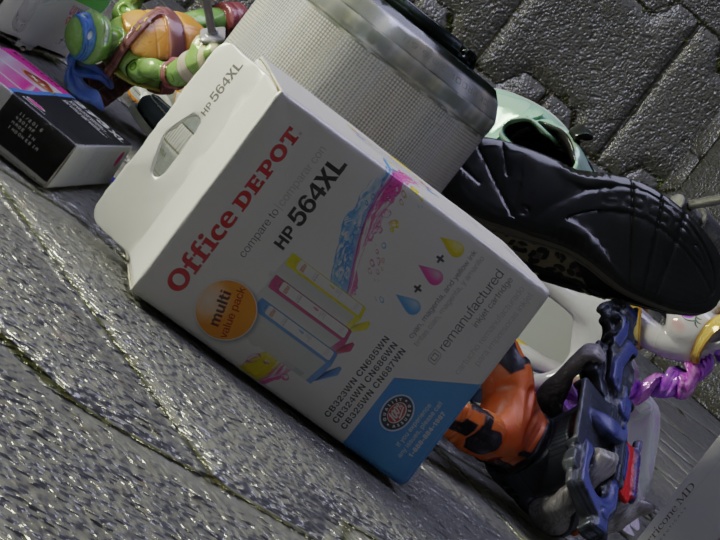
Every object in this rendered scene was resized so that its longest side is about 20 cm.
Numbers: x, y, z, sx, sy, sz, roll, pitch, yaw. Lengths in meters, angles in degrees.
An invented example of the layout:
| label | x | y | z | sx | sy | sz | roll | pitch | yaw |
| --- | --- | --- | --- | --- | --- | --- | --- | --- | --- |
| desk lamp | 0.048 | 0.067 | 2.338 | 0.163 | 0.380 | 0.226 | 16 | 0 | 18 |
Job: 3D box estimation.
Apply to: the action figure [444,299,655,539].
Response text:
| label | x | y | z | sx | sy | sz | roll | pitch | yaw |
| --- | --- | --- | --- | --- | --- | --- | --- | --- | --- |
| action figure | 0.102 | 0.083 | 1.320 | 0.193 | 0.105 | 0.200 | 43 | 36 | -12 |

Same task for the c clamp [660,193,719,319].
| label | x | y | z | sx | sy | sz | roll | pitch | yaw |
| --- | --- | --- | --- | --- | --- | --- | --- | --- | --- |
| c clamp | 0.252 | 0.003 | 1.551 | 0.170 | 0.027 | 0.200 | -1 | -30 | 37 |

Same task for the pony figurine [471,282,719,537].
| label | x | y | z | sx | sy | sz | roll | pitch | yaw |
| --- | --- | --- | --- | --- | --- | --- | --- | --- | --- |
| pony figurine | 0.164 | 0.074 | 1.541 | 0.199 | 0.194 | 0.167 | 20 | -4 | 18 |

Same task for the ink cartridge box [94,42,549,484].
| label | x | y | z | sx | sy | sz | roll | pitch | yaw |
| --- | --- | --- | --- | --- | --- | --- | --- | --- | --- |
| ink cartridge box | -0.027 | -0.009 | 1.124 | 0.200 | 0.129 | 0.125 | 36 | 6 | -14 |

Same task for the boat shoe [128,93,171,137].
| label | x | y | z | sx | sy | sz | roll | pitch | yaw |
| --- | --- | --- | --- | --- | --- | --- | --- | --- | --- |
| boat shoe | -0.088 | -0.080 | 1.662 | 0.200 | 0.062 | 0.073 | 39 | 7 | 9 |

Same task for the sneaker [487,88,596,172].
| label | x | y | z | sx | sy | sz | roll | pitch | yaw |
| --- | --- | --- | --- | --- | --- | --- | --- | --- | --- |
| sneaker | 0.130 | -0.107 | 1.709 | 0.200 | 0.074 | 0.118 | 49 | -3 | 40 |

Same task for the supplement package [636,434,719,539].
| label | x | y | z | sx | sy | sz | roll | pitch | yaw |
| --- | --- | --- | --- | --- | --- | --- | --- | --- | --- |
| supplement package | 0.288 | 0.209 | 1.399 | 0.120 | 0.121 | 0.200 | 34 | 6 | -32 |

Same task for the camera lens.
| label | x | y | z | sx | sy | sz | roll | pitch | yaw |
| --- | --- | --- | --- | --- | --- | --- | --- | --- | --- |
| camera lens | -0.027 | -0.079 | 1.310 | 0.160 | 0.200 | 0.160 | 38 | 6 | -4 |

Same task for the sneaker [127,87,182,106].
| label | x | y | z | sx | sy | sz | roll | pitch | yaw |
| --- | --- | --- | --- | --- | --- | --- | --- | --- | --- |
| sneaker | -0.120 | -0.139 | 1.792 | 0.076 | 0.092 | 0.200 | 34 | 8 | -44 |

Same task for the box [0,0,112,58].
| label | x | y | z | sx | sy | sz | roll | pitch | yaw |
| --- | --- | --- | --- | --- | --- | --- | --- | --- | --- |
| box | -0.289 | -0.252 | 1.620 | 0.176 | 0.097 | 0.200 | 37 | 4 | 9 |

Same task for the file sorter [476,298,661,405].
| label | x | y | z | sx | sy | sz | roll | pitch | yaw |
| --- | --- | --- | --- | --- | --- | --- | --- | --- | --- |
| file sorter | 0.115 | 0.029 | 1.693 | 0.200 | 0.139 | 0.125 | 39 | 3 | 9 |

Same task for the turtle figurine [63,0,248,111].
| label | x | y | z | sx | sy | sz | roll | pitch | yaw |
| --- | --- | --- | --- | --- | --- | --- | --- | --- | --- |
| turtle figurine | -0.108 | -0.194 | 1.598 | 0.193 | 0.201 | 0.144 | 9 | 14 | -42 |

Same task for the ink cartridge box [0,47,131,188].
| label | x | y | z | sx | sy | sz | roll | pitch | yaw |
| --- | --- | --- | --- | --- | --- | --- | --- | --- | --- |
| ink cartridge box | -0.186 | -0.088 | 1.247 | 0.095 | 0.037 | 0.200 | 38 | 3 | 2 |

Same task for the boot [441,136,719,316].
| label | x | y | z | sx | sy | sz | roll | pitch | yaw |
| --- | --- | --- | --- | --- | --- | --- | --- | --- | --- |
| boot | 0.121 | -0.012 | 1.430 | 0.203 | 0.074 | 0.154 | 22 | -24 | -13 |
